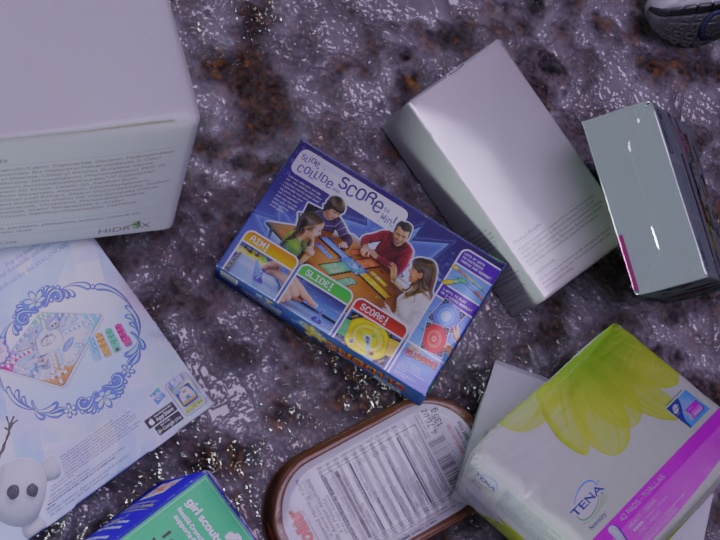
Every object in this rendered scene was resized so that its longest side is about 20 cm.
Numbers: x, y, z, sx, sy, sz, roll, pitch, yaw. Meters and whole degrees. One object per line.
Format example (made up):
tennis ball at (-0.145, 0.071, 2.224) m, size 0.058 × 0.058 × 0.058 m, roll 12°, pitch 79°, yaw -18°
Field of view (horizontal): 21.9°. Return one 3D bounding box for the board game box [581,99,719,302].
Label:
board game box at (0.251, -0.052, 1.533) m, size 0.064 × 0.200 × 0.148 m, roll -18°, pitch 82°, yaw 18°

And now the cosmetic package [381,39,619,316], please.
cosmetic package at (0.122, -0.077, 1.560) m, size 0.107 × 0.085 × 0.200 m, roll -34°, pitch 88°, yaw -19°

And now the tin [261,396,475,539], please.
tin at (0.015, 0.175, 1.501) m, size 0.200 × 0.042 × 0.112 m, roll -27°, pitch 83°, yaw -19°

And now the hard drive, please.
hard drive at (0.184, 0.160, 1.496) m, size 0.199 × 0.026 × 0.132 m, roll 20°, pitch 52°, yaw 2°

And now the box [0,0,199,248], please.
box at (-0.243, -0.143, 1.401) m, size 0.199 × 0.171 × 0.200 m, roll -8°, pitch 65°, yaw -18°

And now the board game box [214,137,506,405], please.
board game box at (0.000, 0.000, 1.516) m, size 0.200 × 0.034 × 0.136 m, roll 32°, pitch 71°, yaw 3°

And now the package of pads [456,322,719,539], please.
package of pads at (0.189, 0.148, 1.446) m, size 0.154 × 0.068 × 0.200 m, roll 39°, pitch 55°, yaw 16°

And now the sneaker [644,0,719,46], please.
sneaker at (0.332, -0.264, 1.678) m, size 0.199 × 0.075 × 0.087 m, roll -21°, pitch 73°, yaw -26°

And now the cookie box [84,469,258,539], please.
cookie box at (-0.187, 0.236, 1.359) m, size 0.200 × 0.171 × 0.075 m, roll -37°, pitch 93°, yaw -19°

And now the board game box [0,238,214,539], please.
board game box at (-0.251, 0.083, 1.439) m, size 0.200 × 0.043 × 0.199 m, roll -35°, pitch 89°, yaw -20°
